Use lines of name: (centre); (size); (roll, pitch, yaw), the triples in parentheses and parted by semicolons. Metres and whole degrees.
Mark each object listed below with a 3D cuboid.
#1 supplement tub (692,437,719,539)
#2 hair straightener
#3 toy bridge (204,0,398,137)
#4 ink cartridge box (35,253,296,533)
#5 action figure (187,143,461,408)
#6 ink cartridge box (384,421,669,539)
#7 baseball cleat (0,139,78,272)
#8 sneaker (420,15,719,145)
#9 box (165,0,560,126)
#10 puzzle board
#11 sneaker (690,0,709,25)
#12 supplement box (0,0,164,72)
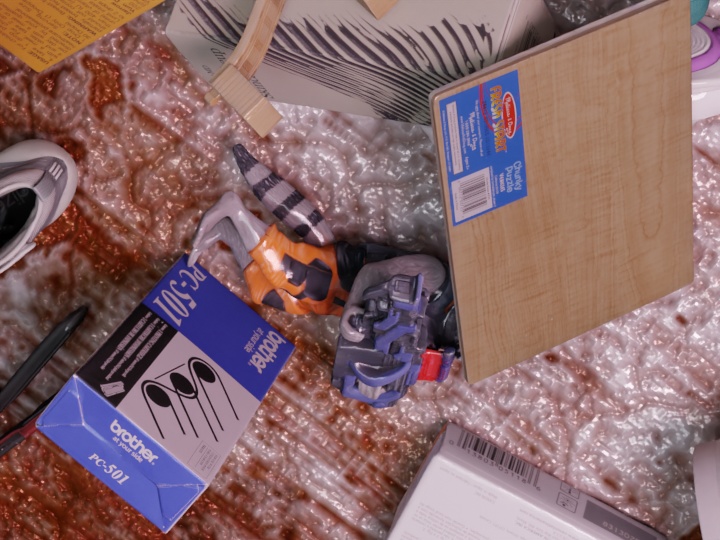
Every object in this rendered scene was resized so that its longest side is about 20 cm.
supplement tub: (0.299, 0.139, 1.034); (0.199, 0.145, 0.146); (-13, 106, 16)
hair straightener: (-0.244, 0.083, 1.192); (0.200, 0.041, 0.077); (-38, 98, 25)
toy bridge: (-0.009, -0.158, 0.955); (0.200, 0.027, 0.067); (-44, 60, 0)
ink cartridge box: (-0.107, 0.065, 1.063); (0.094, 0.200, 0.044); (40, 112, -4)
action figure: (0.000, 0.000, 1.061); (0.192, 0.200, 0.105); (22, 68, -4)
ink cartridge box: (0.081, 0.215, 1.167); (0.162, 0.050, 0.201); (28, 120, 1)
baseball cleat: (-0.260, -0.008, 1.121); (0.200, 0.107, 0.070); (-39, 102, 23)
sneaker: (0.138, -0.087, 1.041); (0.199, 0.075, 0.100); (-12, 130, 13)
box: (0.001, -0.129, 1.001); (0.199, 0.082, 0.069); (10, 72, 26)
puzzle board: (0.111, -0.042, 0.981); (0.150, 0.017, 0.201); (-23, 132, -15)
sneaker: (0.202, -0.222, 0.966); (0.079, 0.071, 0.201); (12, 106, 9)
supplement box: (-0.136, -0.184, 1.014); (0.069, 0.067, 0.199); (29, 142, -36)
